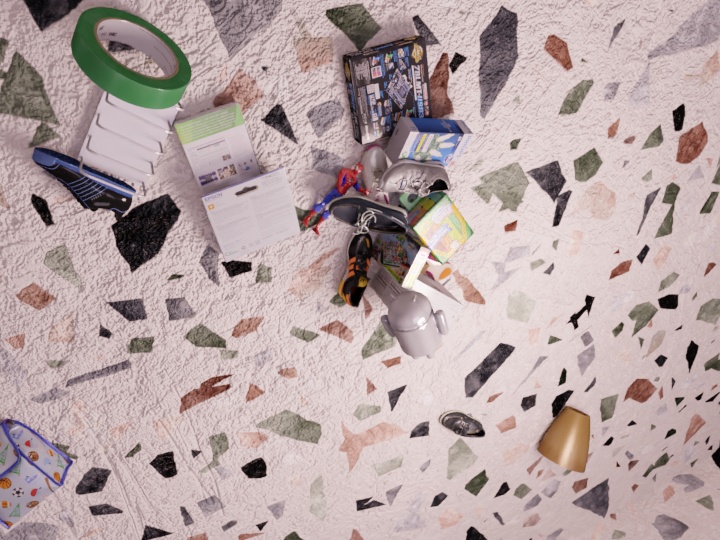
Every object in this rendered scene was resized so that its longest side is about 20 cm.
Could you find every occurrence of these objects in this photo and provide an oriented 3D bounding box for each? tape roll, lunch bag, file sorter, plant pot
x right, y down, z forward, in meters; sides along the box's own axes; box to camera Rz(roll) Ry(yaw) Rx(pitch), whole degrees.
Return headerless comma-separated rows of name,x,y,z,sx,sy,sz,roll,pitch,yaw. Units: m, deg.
tape roll,-0.404,-0.378,0.973,0.198,0.203,0.048,20,134,-32
lunch bag,-0.812,0.462,1.260,0.169,0.124,0.201,-37,111,-4
file sorter,-0.445,-0.263,1.058,0.137,0.125,0.202,21,105,-31
plant pot,0.803,0.635,2.093,0.184,0.186,0.204,18,94,-31

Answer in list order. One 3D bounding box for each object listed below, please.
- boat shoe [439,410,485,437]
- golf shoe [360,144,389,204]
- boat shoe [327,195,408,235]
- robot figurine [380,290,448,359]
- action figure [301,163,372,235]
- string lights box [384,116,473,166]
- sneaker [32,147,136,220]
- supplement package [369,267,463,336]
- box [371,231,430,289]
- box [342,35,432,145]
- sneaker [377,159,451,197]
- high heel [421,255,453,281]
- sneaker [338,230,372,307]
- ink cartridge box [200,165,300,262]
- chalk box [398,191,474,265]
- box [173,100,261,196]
boat shoe,0.359,0.542,1.886,0.198,0.066,0.075,29,101,-34
golf shoe,0.044,-0.204,1.342,0.074,0.092,0.204,-10,118,-18
boat shoe,0.019,-0.122,1.288,0.196,0.063,0.076,13,131,-15
robot figurine,0.134,0.133,1.352,0.166,0.114,0.202,-8,128,22
action figure,-0.051,-0.169,1.313,0.065,0.099,0.201,34,95,-35
string lights box,0.167,-0.311,1.327,0.197,0.060,0.104,-7,143,-31
sneaker,-0.555,-0.169,1.087,0.198,0.070,0.079,26,97,-33
supplement package,0.153,0.070,1.492,0.198,0.156,0.112,27,103,-34
box,0.095,-0.047,1.379,0.034,0.200,0.112,17,107,-30
box,0.068,-0.417,1.267,0.196,0.050,0.203,-22,125,-16
sneaker,0.135,-0.215,1.301,0.197,0.083,0.075,-14,145,-25
high heel,0.186,-0.026,1.537,0.198,0.096,0.068,3,129,-48
sneaker,0.000,0.000,1.424,0.069,0.090,0.204,4,114,-26
ink cartridge box,-0.246,-0.133,1.241,0.193,0.044,0.202,-22,137,-13
chalk box,0.179,-0.139,1.418,0.125,0.124,0.200,-45,125,2
box,-0.302,-0.247,1.189,0.142,0.036,0.203,-22,124,-14
